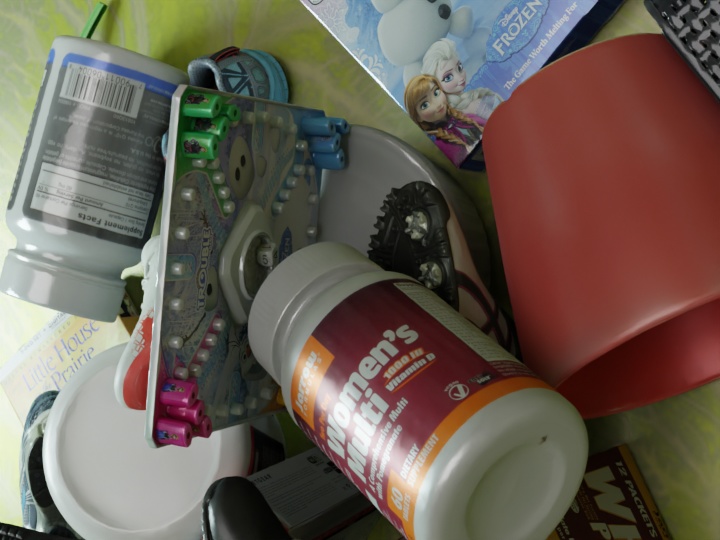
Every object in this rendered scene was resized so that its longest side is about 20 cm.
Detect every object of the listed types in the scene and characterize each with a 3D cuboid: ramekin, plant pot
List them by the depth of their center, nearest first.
[{"bbox_3d":[0.167,-0.030,0.843,0.199,0.200,0.179,-31,67,26],"label":"plant pot"},{"bbox_3d":[0.000,0.000,0.984,0.200,0.094,0.205,0,91,29],"label":"ramekin"}]

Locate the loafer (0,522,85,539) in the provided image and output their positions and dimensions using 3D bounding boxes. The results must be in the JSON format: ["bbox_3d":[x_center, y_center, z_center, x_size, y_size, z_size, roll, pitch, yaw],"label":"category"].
[{"bbox_3d":[-0.206,0.239,1.032,0.198,0.072,0.073,17,60,16],"label":"loafer"}]

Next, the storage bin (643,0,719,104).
[{"bbox_3d":[0.269,-0.105,0.802,0.094,0.135,0.201,-41,72,22],"label":"storage bin"}]

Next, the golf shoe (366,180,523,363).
[{"bbox_3d":[0.062,0.040,0.874,0.077,0.087,0.203,-3,101,50],"label":"golf shoe"}]

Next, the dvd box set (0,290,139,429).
[{"bbox_3d":[-0.206,0.127,1.140,0.146,0.029,0.201,-38,73,25],"label":"dvd box set"}]

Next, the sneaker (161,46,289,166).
[{"bbox_3d":[-0.125,-0.073,1.053,0.079,0.095,0.202,19,100,28],"label":"sneaker"}]

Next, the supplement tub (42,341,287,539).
[{"bbox_3d":[-0.128,0.132,0.980,0.138,0.200,0.142,-2,76,7],"label":"supplement tub"}]

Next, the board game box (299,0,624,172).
[{"bbox_3d":[0.074,-0.210,0.968,0.199,0.043,0.200,48,112,22],"label":"board game box"}]

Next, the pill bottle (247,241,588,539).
[{"bbox_3d":[0.024,0.068,0.769,0.200,0.109,0.111,39,110,44],"label":"pill bottle"}]

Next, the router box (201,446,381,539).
[{"bbox_3d":[-0.062,0.210,0.960,0.049,0.200,0.181,35,107,18],"label":"router box"}]

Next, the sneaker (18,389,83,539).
[{"bbox_3d":[-0.235,0.188,1.111,0.086,0.077,0.202,-131,44,-57],"label":"sneaker"}]

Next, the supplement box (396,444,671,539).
[{"bbox_3d":[0.083,0.220,0.880,0.199,0.197,0.134,-31,75,25],"label":"supplement box"}]

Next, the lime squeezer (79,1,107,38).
[{"bbox_3d":[-0.237,-0.118,1.151,0.070,0.038,0.203,-6,87,29],"label":"lime squeezer"}]

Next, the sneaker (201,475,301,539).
[{"bbox_3d":[-0.013,0.194,0.785,0.088,0.074,0.201,-35,82,25],"label":"sneaker"}]

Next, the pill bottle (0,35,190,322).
[{"bbox_3d":[-0.208,-0.069,1.077,0.113,0.113,0.202,16,90,28],"label":"pill bottle"}]

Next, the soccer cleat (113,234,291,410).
[{"bbox_3d":[-0.114,0.017,0.890,0.084,0.200,0.069,20,130,15],"label":"soccer cleat"}]

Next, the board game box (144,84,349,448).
[{"bbox_3d":[-0.063,-0.003,0.852,0.026,0.200,0.203,7,95,22],"label":"board game box"}]
